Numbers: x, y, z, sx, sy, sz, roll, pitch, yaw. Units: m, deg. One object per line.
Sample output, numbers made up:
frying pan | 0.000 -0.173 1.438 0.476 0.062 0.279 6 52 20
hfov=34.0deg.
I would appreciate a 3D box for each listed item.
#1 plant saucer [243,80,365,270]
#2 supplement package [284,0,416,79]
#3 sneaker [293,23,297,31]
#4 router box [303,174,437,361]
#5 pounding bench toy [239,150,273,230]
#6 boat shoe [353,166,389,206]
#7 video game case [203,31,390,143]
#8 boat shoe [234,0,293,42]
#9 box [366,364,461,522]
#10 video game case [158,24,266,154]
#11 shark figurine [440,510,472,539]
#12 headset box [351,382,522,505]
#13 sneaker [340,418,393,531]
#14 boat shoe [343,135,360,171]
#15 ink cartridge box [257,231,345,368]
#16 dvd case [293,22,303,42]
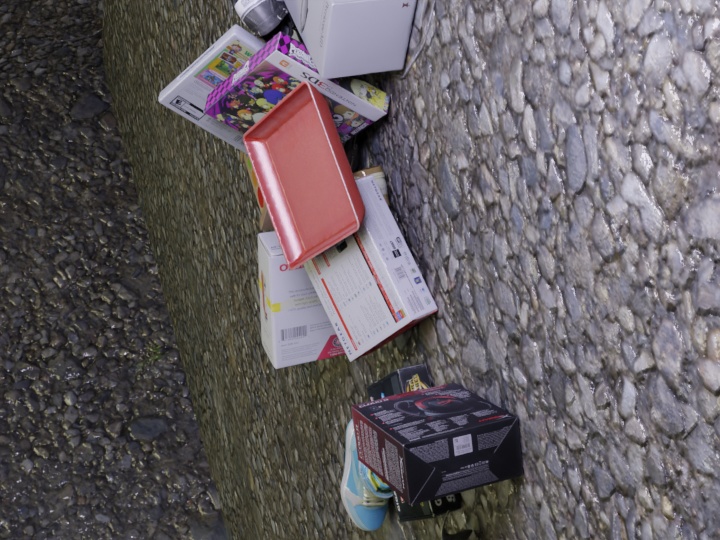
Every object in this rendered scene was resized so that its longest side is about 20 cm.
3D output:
plant saucer | -0.070 -0.123 1.556 0.199 0.036 0.203 -29 79 56
supplement package | -0.021 -0.355 1.484 0.118 0.116 0.202 103 151 -47
sneaker | -0.088 -0.413 1.702 0.201 0.086 0.076 -118 25 -43
router box | 0.000 0.000 1.592 0.179 0.048 0.202 -37 77 55
pounding bench toy | -0.098 -0.172 1.808 0.201 0.122 0.158 114 142 -60
boat shoe | -0.010 -0.080 1.669 0.200 0.073 0.067 129 123 -67
video game case | -0.088 -0.224 1.582 0.199 0.180 0.036 -26 45 50
boat shoe | -0.117 -0.333 1.568 0.067 0.069 0.200 55 -177 -4
box | 0.072 0.243 1.641 0.159 0.045 0.203 139 118 -70
video game case | -0.151 -0.240 1.645 0.181 0.199 0.022 -31 43 38
shark figurine | 0.156 0.383 1.427 0.214 0.089 0.130 5 71 64
headset box | 0.084 0.200 1.416 0.200 0.146 0.076 -159 60 -68
sneaker | 0.023 0.332 1.793 0.131 0.078 0.203 -135 37 -62
boat shoe | -0.034 -0.169 1.711 0.073 0.064 0.202 53 130 42
ink cartridge box | -0.082 0.036 1.844 0.084 0.143 0.203 -126 31 -56
dvd case | -0.110 -0.321 1.935 0.201 0.017 0.144 103 150 -52
